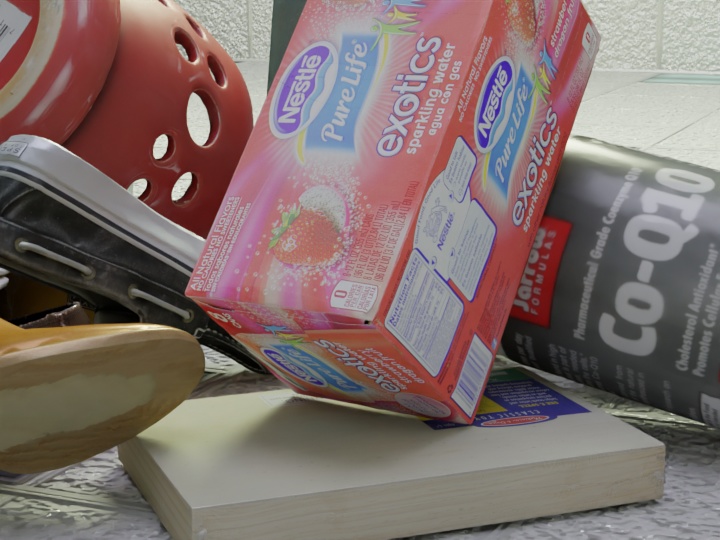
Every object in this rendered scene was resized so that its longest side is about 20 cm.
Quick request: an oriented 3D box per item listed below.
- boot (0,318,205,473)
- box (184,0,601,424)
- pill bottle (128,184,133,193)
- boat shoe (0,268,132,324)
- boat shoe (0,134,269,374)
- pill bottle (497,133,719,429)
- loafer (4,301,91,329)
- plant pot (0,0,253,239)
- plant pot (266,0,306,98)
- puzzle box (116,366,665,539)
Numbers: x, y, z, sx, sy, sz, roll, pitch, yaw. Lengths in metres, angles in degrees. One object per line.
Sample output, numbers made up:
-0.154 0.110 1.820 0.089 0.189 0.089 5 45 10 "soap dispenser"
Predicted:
-0.176 0.020 0.644 0.201 0.071 0.144 -16 46 -9 "boot"
0.019 -0.049 0.660 0.095 0.200 0.103 7 -24 32 "box"
-0.278 -0.073 1.144 0.200 0.114 0.114 3 12 14 "pill bottle"
-0.199 0.016 0.844 0.200 0.071 0.070 11 12 19 "boat shoe"
-0.110 0.011 0.767 0.200 0.071 0.072 34 -18 -30 "boat shoe"
0.123 0.000 0.719 0.200 0.114 0.114 17 18 25 "pill bottle"
-0.209 0.038 0.723 0.200 0.071 0.073 1 12 5 "loafer"
-0.192 -0.101 0.939 0.200 0.201 0.182 6 -15 28 "plant pot"
0.015 -0.098 1.063 0.200 0.196 0.200 0 11 0 "plant pot"
0.009 0.077 0.646 0.200 0.025 0.133 -4 12 -20 "puzzle box"
